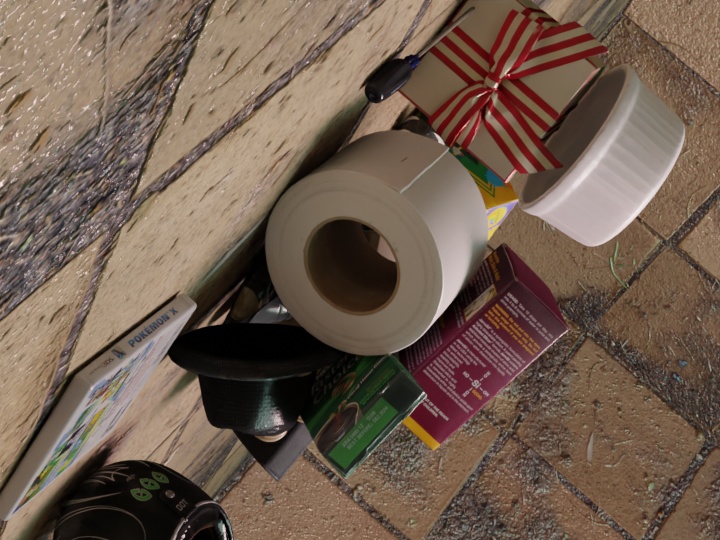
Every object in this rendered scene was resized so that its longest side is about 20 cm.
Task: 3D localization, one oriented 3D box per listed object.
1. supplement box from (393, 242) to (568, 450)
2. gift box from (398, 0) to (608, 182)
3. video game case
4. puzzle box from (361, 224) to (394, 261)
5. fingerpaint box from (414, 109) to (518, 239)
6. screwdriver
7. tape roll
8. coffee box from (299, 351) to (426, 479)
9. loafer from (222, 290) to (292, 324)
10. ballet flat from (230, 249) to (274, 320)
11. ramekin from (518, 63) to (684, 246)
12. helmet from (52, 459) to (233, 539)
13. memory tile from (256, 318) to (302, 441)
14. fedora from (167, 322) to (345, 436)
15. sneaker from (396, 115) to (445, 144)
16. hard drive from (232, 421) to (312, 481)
[{"bbox_3d":[0.117,0.081,1.557,0.200,0.086,0.111,-43,-163,13],"label":"supplement box"},{"bbox_3d":[0.177,-0.214,1.617,0.185,0.199,0.187,-56,172,16],"label":"gift box"},{"bbox_3d":[-0.247,0.126,1.344,0.200,0.022,0.182,-52,175,33],"label":"video game case"},{"bbox_3d":[0.000,0.000,1.680,0.133,0.025,0.202,-174,-85,-67],"label":"puzzle box"},{"bbox_3d":[0.107,-0.103,1.894,0.073,0.168,0.200,-16,159,-26],"label":"fingerpaint box"},{"bbox_3d":[0.066,-0.222,1.473,0.200,0.028,0.029,-41,141,-43],"label":"screwdriver"},{"bbox_3d":[0.018,-0.030,1.504,0.203,0.202,0.139,-53,174,34],"label":"tape roll"},{"bbox_3d":[-0.007,0.132,1.517,0.123,0.044,0.200,-46,-163,2],"label":"coffee box"},{"bbox_3d":[-0.092,0.029,1.704,0.201,0.070,0.068,-45,173,-44],"label":"loafer"},{"bbox_3d":[-0.075,-0.013,1.626,0.200,0.057,0.067,-47,174,-28],"label":"ballet flat"},{"bbox_3d":[0.276,-0.124,1.636,0.201,0.097,0.201,-52,-172,11],"label":"ramekin"},{"bbox_3d":[-0.262,0.318,1.665,0.200,0.189,0.202,-32,128,-55],"label":"helmet"},{"bbox_3d":[-0.075,0.105,1.735,0.199,0.154,0.017,-28,162,-26],"label":"memory tile"},{"bbox_3d":[-0.110,0.118,1.517,0.201,0.199,0.093,-33,129,-73],"label":"fedora"},{"bbox_3d":[0.045,-0.118,1.822,0.080,0.074,0.200,-44,172,-34],"label":"sneaker"},{"bbox_3d":[-0.120,0.149,1.801,0.042,0.200,0.135,25,110,-46],"label":"hard drive"}]
